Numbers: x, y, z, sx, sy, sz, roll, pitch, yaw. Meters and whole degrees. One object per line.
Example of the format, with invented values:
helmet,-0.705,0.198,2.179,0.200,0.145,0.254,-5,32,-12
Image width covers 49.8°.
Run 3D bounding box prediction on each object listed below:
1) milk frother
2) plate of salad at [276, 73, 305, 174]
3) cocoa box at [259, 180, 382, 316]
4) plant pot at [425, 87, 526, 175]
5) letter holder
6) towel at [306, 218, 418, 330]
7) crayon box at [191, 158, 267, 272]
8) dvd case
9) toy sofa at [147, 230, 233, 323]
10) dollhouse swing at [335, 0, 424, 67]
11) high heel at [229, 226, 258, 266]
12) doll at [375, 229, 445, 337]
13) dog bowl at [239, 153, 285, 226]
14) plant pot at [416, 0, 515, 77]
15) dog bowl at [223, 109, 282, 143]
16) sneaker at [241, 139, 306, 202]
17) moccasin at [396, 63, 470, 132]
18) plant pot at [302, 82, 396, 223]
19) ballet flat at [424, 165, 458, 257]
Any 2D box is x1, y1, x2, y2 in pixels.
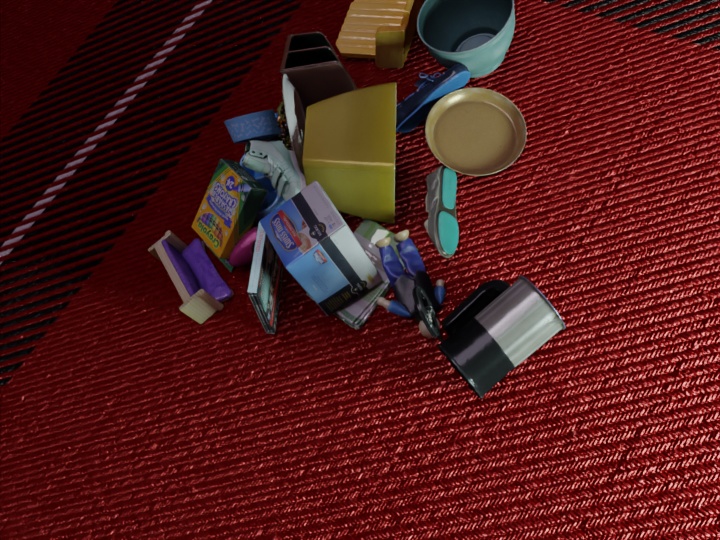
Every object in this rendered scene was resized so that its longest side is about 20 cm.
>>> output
milk frother,0.204,0.073,1.290,0.188,0.200,0.181,-40,52,-1
plate of salad,-0.139,-0.289,1.546,0.048,0.201,0.202,-9,60,5
cocoa box,-0.071,-0.036,1.430,0.131,0.200,0.134,-34,54,2
plant pot,0.226,-0.270,1.528,0.198,0.028,0.202,-1,68,2
letter holder,-0.063,-0.399,1.643,0.141,0.200,0.101,-2,60,19
towel,0.000,0.000,1.515,0.149,0.031,0.201,32,80,32
crayon box,-0.283,-0.114,1.629,0.126,0.051,0.201,42,115,35
dvd case,-0.178,0.017,1.483,0.022,0.200,0.147,4,65,4
toy sofa,-0.358,0.004,1.636,0.097,0.083,0.200,-38,56,2
dollhouse swing,0.041,-0.580,1.722,0.174,0.182,0.202,16,71,8
high heel,-0.176,-0.055,1.593,0.199,0.068,0.096,-37,46,-2
doll,0.091,0.032,1.426,0.135,0.049,0.201,-20,76,-16
dog bowl,-0.208,-0.189,1.681,0.110,0.050,0.202,-19,59,13
plant pot,0.231,-0.487,1.603,0.198,0.134,0.202,-10,61,19
dog bowl,-0.211,-0.307,1.659,0.110,0.200,0.050,-10,98,21
sneaker,-0.180,-0.188,1.573,0.074,0.117,0.202,-62,37,40
moccasin,0.131,-0.363,1.582,0.199,0.080,0.069,-33,69,28
plant pot,-0.018,-0.226,1.509,0.174,0.200,0.202,1,63,2
ballet flat,0.153,-0.107,1.495,0.063,0.067,0.202,-23,52,44
